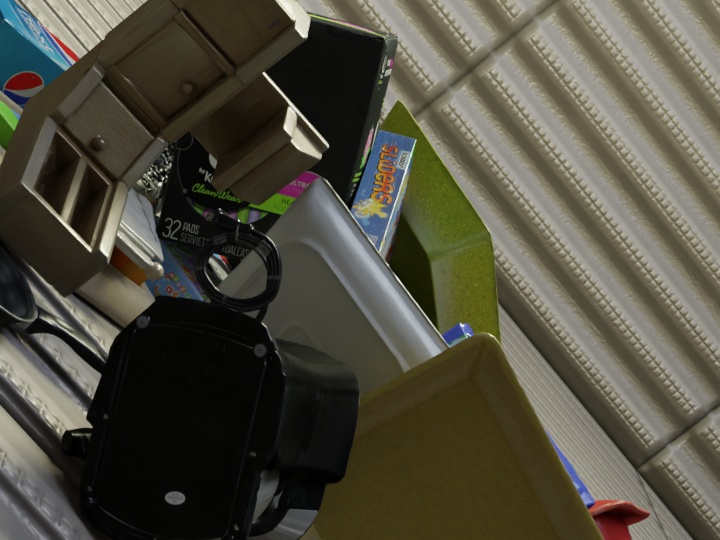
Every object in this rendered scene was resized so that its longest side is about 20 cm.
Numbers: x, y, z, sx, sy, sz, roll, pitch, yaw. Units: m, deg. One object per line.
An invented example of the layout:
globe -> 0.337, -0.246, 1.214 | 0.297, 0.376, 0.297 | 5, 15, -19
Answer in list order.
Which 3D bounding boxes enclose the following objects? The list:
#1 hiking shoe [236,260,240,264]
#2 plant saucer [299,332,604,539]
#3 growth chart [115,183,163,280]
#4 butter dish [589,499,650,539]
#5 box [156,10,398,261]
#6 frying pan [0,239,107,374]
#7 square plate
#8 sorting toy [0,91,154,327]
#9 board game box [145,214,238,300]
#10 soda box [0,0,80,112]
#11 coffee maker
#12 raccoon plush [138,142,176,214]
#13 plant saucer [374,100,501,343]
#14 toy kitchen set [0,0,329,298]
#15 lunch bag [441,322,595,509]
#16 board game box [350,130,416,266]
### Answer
hiking shoe -> -0.096, -0.041, 1.813 | 0.200, 0.075, 0.101 | 27, -37, 65
plant saucer -> 0.046, 0.170, 1.340 | 0.201, 0.199, 0.048 | 61, 4, -5
growth chart -> -0.198, -0.067, 1.488 | 0.145, 0.018, 0.200 | 45, 8, -21
butter dish -> 0.162, 0.285, 1.684 | 0.199, 0.199, 0.149 | 35, 36, -72
box -> -0.065, -0.110, 1.608 | 0.147, 0.202, 0.124 | 15, 8, 4
frying pan -> -0.225, 0.004, 1.246 | 0.115, 0.031, 0.190 | 58, 7, 34
square plate -> -0.039, 0.072, 1.421 | 0.199, 0.200, 0.028 | 53, 28, 17
sorting toy -> -0.225, -0.057, 1.478 | 0.185, 0.036, 0.201 | 42, 13, -49
board game box -> -0.122, 0.029, 1.672 | 0.152, 0.037, 0.200 | 54, 10, 13
soda box -> -0.255, -0.146, 1.580 | 0.200, 0.068, 0.064 | 41, 14, -51
coffee maker -> -0.069, 0.081, 1.218 | 0.134, 0.193, 0.200 | 36, 4, 12
raccoon plush -> -0.202, -0.128, 1.738 | 0.134, 0.097, 0.200 | 44, 8, 3
plant saucer -> 0.059, -0.013, 1.734 | 0.201, 0.048, 0.200 | 81, -15, -44
toy kitchen set -> -0.112, -0.078, 1.328 | 0.163, 0.199, 0.181 | 47, 21, -21
lunch bag -> 0.050, 0.163, 1.474 | 0.171, 0.200, 0.127 | 55, 9, 15
board game box -> 0.000, 0.000, 1.591 | 0.034, 0.136, 0.201 | 14, 40, 3
